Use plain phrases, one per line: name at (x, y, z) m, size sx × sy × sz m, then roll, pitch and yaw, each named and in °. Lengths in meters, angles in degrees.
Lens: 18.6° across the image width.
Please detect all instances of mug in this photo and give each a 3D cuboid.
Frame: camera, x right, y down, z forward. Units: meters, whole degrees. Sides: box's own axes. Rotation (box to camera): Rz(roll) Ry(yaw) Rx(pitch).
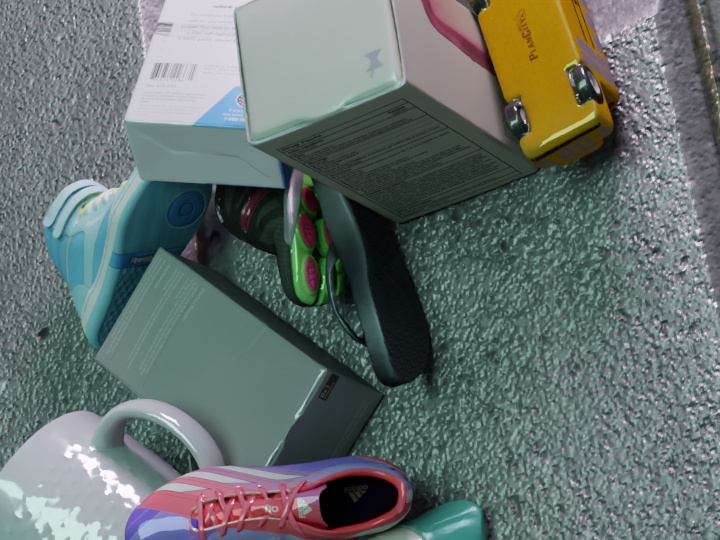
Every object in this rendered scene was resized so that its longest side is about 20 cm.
mug at (-0.162, 0.187, 1.588) m, size 0.175 × 0.147 × 0.201 m, roll 31°, pitch 115°, yaw 24°

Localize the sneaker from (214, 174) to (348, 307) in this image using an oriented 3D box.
sneaker at (-0.062, -0.043, 1.659) m, size 0.084 × 0.077 × 0.201 m, roll -42°, pitch 46°, yaw 23°

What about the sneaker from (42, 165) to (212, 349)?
sneaker at (-0.191, -0.050, 1.711) m, size 0.131 × 0.079 × 0.201 m, roll 53°, pitch 128°, yaw 37°

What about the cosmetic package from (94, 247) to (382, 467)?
cosmetic package at (-0.092, 0.079, 1.627) m, size 0.200 × 0.090 × 0.107 m, roll 36°, pitch 96°, yaw 34°

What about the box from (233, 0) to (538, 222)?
box at (0.020, -0.126, 1.542) m, size 0.127 × 0.200 × 0.110 m, roll -19°, pitch 65°, yaw 26°

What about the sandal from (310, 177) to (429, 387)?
sandal at (0.000, 0.000, 1.593) m, size 0.043 × 0.076 × 0.201 m, roll -30°, pitch 59°, yaw 23°

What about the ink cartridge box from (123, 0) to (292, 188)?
ink cartridge box at (-0.091, -0.159, 1.629) m, size 0.115 × 0.067 × 0.201 m, roll 4°, pitch 52°, yaw 14°

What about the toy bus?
toy bus at (0.128, -0.165, 1.556) m, size 0.065 × 0.078 × 0.201 m, roll -27°, pitch 61°, yaw 21°

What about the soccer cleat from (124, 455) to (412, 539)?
soccer cleat at (-0.062, 0.163, 1.497) m, size 0.199 × 0.076 × 0.067 m, roll -7°, pitch 86°, yaw -9°

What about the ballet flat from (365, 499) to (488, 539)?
ballet flat at (0.001, 0.226, 1.522) m, size 0.200 × 0.070 × 0.068 m, roll -40°, pitch 53°, yaw 17°

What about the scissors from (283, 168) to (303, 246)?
scissors at (-0.043, -0.088, 1.630) m, size 0.201 × 0.073 × 0.014 m, roll -108°, pitch 34°, yaw -42°
